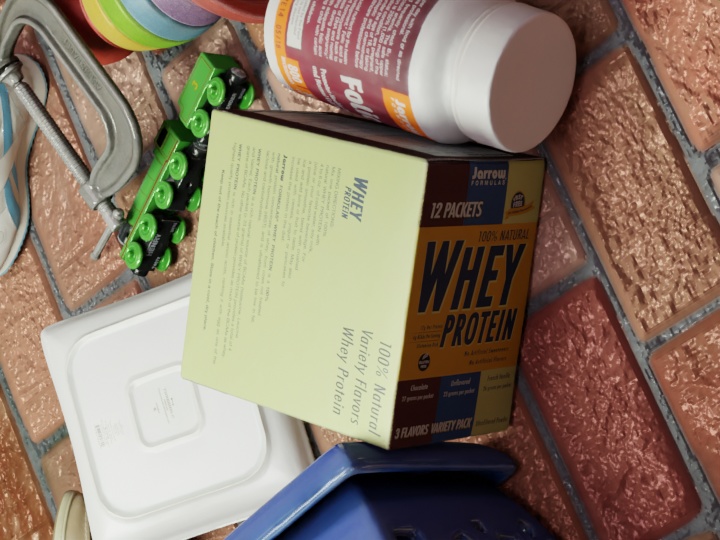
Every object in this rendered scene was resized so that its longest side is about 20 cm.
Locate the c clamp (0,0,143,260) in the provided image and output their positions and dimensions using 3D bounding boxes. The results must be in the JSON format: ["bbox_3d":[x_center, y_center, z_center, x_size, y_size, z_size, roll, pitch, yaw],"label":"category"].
[{"bbox_3d":[-0.237,-0.119,1.672,0.200,0.027,0.171,57,145,4],"label":"c clamp"}]

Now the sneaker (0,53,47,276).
[{"bbox_3d":[-0.326,-0.085,1.787,0.076,0.081,0.200,19,107,36],"label":"sneaker"}]

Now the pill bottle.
[{"bbox_3d":[0.041,-0.152,1.446,0.200,0.114,0.114,22,107,38],"label":"pill bottle"}]

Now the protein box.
[{"bbox_3d":[0.000,0.000,1.479,0.200,0.135,0.199,16,103,39],"label":"protein box"}]

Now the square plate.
[{"bbox_3d":[-0.146,0.108,1.637,0.198,0.028,0.200,-20,78,17],"label":"square plate"}]

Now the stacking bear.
[{"bbox_3d":[-0.167,-0.217,1.628,0.200,0.114,0.122,-21,79,44],"label":"stacking bear"}]

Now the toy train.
[{"bbox_3d":[-0.143,-0.083,1.659,0.056,0.042,0.200,52,124,37],"label":"toy train"}]

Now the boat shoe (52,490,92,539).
[{"bbox_3d":[-0.213,0.278,1.735,0.065,0.072,0.200,-8,74,5],"label":"boat shoe"}]

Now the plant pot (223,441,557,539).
[{"bbox_3d":[0.023,0.227,1.443,0.200,0.200,0.180,-43,59,34],"label":"plant pot"}]
